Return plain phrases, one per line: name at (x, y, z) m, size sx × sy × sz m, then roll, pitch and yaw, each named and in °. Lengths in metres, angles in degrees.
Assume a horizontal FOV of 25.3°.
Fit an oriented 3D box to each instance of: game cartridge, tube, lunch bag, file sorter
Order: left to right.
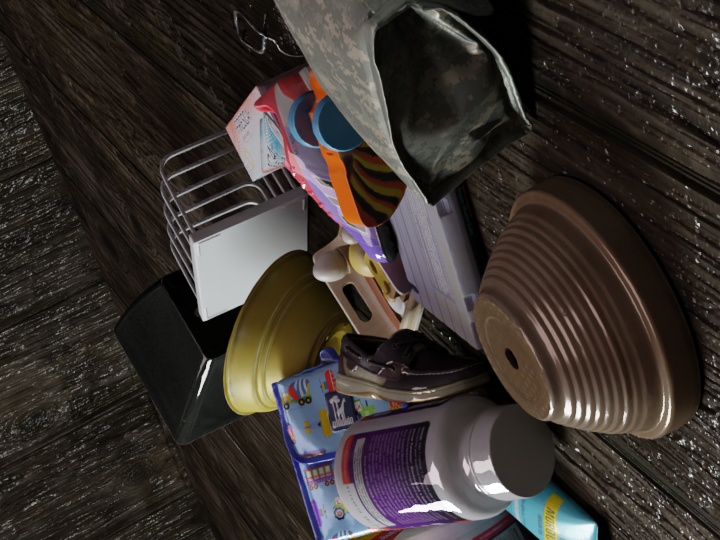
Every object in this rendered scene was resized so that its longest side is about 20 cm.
file sorter at (-0.150, -0.059, 1.855) m, size 0.125 × 0.138 × 0.200 m, roll 60°, pitch 165°, yaw 22°
lunch bag at (0.002, 0.175, 1.732) m, size 0.094 × 0.150 × 0.201 m, roll -28°, pitch -81°, yaw -66°
lunch bag at (0.016, -0.171, 1.098) m, size 0.164 × 0.117 × 0.200 m, roll 51°, pitch 178°, yaw 35°
game cartridge at (0.062, -0.038, 1.392) m, size 0.130 × 0.038 × 0.200 m, roll 33°, pitch 148°, yaw 54°
tube at (0.159, 0.210, 1.480) m, size 0.200 × 0.050 × 0.078 m, roll 39°, pitch 150°, yaw 47°

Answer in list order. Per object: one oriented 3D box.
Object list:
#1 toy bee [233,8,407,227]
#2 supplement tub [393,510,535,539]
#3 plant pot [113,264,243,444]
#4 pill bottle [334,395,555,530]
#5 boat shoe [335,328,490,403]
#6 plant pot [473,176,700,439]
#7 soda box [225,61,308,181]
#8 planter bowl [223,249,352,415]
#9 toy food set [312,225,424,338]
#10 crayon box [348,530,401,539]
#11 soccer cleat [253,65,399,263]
toy bee at (-0.003, -0.140, 1.289) m, size 0.131 × 0.109 × 0.200 m, roll 38°, pitch 156°, yaw 46°
supplement tub at (0.129, 0.330, 1.593) m, size 0.200 × 0.140 × 0.140 m, roll 63°, pitch 165°, yaw 1°
plant pot at (-0.195, 0.081, 2.162) m, size 0.200 × 0.200 × 0.178 m, roll 57°, pitch 153°, yaw 19°
pill bottle at (0.078, 0.174, 1.458) m, size 0.200 × 0.111 × 0.112 m, roll -17°, pitch 102°, yaw 49°
boat shoe at (0.043, 0.089, 1.541) m, size 0.200 × 0.072 × 0.065 m, roll -2°, pitch 99°, yaw 54°
plant pot at (0.144, 0.042, 1.142) m, size 0.201 × 0.093 × 0.201 m, roll 56°, pitch 165°, yaw 24°
soda box at (-0.081, -0.147, 1.613) m, size 0.069 × 0.063 × 0.200 m, roll 62°, pitch 166°, yaw 0°
planter bowl at (-0.065, 0.083, 1.810) m, size 0.083 × 0.201 × 0.201 m, roll 20°, pitch 146°, yaw 23°
toy food set at (0.000, 0.000, 1.604) m, size 0.144 × 0.060 × 0.200 m, roll 58°, pitch 165°, yaw 17°
crayon box at (0.026, 0.313, 1.867) m, size 0.051 × 0.127 × 0.200 m, roll 34°, pitch -157°, yaw -50°
soccer cleat at (-0.028, -0.089, 1.480) m, size 0.200 × 0.073 × 0.068 m, roll 65°, pitch -176°, yaw 8°
